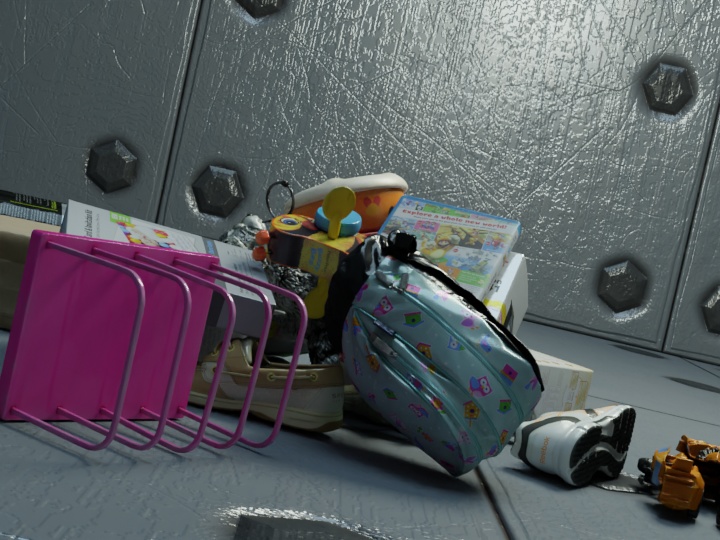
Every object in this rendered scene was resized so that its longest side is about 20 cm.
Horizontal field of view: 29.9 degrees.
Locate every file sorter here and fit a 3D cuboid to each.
[{"bbox_3d":[-0.152,0.061,1.030,0.124,0.141,0.199,17,5,34],"label":"file sorter"}]

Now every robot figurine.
[{"bbox_3d":[0.339,0.202,1.292,0.143,0.059,0.200,15,4,12],"label":"robot figurine"}]

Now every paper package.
[{"bbox_3d":[-0.341,0.008,1.477,0.188,0.105,0.200,13,4,-5],"label":"paper package"}]

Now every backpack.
[{"bbox_3d":[0.063,0.079,1.184,0.199,0.127,0.167,39,-13,23],"label":"backpack"}]

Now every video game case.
[{"bbox_3d":[0.067,0.003,1.406,0.141,0.018,0.201,14,48,23],"label":"video game case"}]

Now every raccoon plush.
[{"bbox_3d":[-0.084,0.034,1.414,0.132,0.202,0.097,1,-35,-37],"label":"raccoon plush"}]

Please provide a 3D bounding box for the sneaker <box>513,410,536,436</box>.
[{"bbox_3d":[0.104,0.131,1.478,0.198,0.075,0.087,21,-12,21],"label":"sneaker"}]

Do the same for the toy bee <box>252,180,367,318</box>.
[{"bbox_3d":[-0.050,-0.016,1.322,0.198,0.133,0.108,3,14,39],"label":"toy bee"}]

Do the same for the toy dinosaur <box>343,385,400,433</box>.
[{"bbox_3d":[0.022,0.112,1.303,0.197,0.090,0.047,14,6,11],"label":"toy dinosaur"}]

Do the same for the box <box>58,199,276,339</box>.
[{"bbox_3d":[-0.186,-0.003,1.271,0.197,0.042,0.156,15,16,-15],"label":"box"}]

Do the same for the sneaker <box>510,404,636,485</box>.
[{"bbox_3d":[0.215,0.164,1.336,0.079,0.075,0.199,12,2,30],"label":"sneaker"}]

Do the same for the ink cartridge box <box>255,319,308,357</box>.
[{"bbox_3d":[-0.128,0.045,1.567,0.198,0.089,0.144,13,-15,-37],"label":"ink cartridge box"}]

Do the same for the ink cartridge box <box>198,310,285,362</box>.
[{"bbox_3d":[-0.187,0.060,1.339,0.198,0.069,0.115,11,-9,-30],"label":"ink cartridge box"}]

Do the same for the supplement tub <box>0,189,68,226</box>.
[{"bbox_3d":[-0.421,-0.032,1.661,0.197,0.125,0.122,12,3,-19],"label":"supplement tub"}]

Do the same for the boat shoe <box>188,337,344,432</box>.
[{"bbox_3d":[-0.106,0.095,1.240,0.197,0.067,0.074,12,4,10],"label":"boat shoe"}]

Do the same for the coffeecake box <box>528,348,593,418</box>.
[{"bbox_3d":[0.162,0.130,1.662,0.198,0.074,0.153,11,4,-40],"label":"coffeecake box"}]

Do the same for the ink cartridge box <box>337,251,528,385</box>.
[{"bbox_3d":[0.079,0.064,1.416,0.145,0.201,0.086,12,-41,19],"label":"ink cartridge box"}]

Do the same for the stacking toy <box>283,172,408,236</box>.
[{"bbox_3d":[0.000,0.000,1.521,0.144,0.203,0.146,-12,-5,-1],"label":"stacking toy"}]
